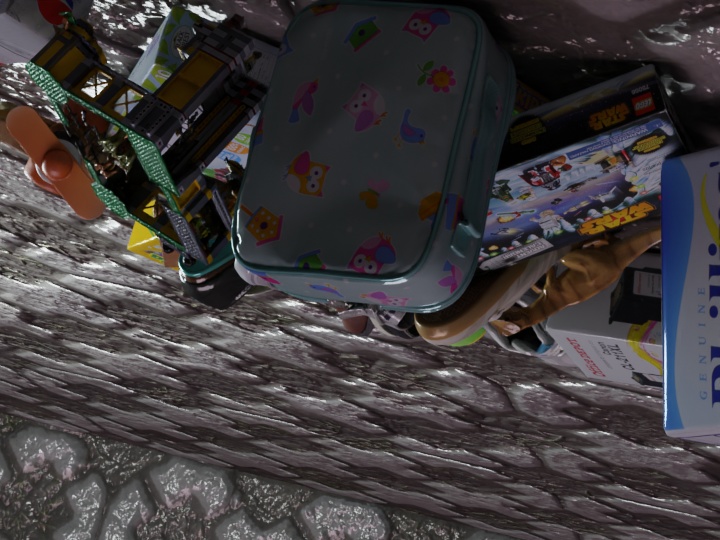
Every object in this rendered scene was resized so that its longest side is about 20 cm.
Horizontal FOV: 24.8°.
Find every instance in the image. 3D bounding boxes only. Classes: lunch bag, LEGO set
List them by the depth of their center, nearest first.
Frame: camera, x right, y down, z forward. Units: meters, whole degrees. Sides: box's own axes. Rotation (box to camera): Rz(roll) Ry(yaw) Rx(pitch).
[{"bbox_3d":[0.013,-0.069,1.036,0.159,0.202,0.077,6,163,25],"label":"lunch bag"},{"bbox_3d":[-0.123,-0.107,1.110,0.153,0.116,0.201,27,156,36],"label":"LEGO set"}]

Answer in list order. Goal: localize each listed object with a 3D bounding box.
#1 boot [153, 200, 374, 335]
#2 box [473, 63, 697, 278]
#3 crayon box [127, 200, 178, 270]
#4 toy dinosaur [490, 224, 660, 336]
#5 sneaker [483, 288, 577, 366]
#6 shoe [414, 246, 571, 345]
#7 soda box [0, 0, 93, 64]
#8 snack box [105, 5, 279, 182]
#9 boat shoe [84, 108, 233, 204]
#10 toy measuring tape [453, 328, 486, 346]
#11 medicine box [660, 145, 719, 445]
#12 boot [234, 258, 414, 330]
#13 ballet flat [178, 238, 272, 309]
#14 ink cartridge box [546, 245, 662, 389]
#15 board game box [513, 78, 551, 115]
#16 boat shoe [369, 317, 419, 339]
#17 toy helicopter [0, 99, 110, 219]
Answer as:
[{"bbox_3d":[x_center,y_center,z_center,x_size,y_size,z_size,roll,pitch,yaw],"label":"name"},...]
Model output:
[{"bbox_3d":[-0.084,-0.001,1.493,0.198,0.069,0.189,0,152,5],"label":"boot"},{"bbox_3d":[0.124,-0.059,1.105,0.199,0.040,0.137,-20,153,17],"label":"box"},{"bbox_3d":[-0.146,-0.029,1.611,0.125,0.052,0.200,23,163,-24],"label":"crayon box"},{"bbox_3d":[0.194,-0.006,1.310,0.199,0.107,0.060,-34,118,15],"label":"toy dinosaur"},{"bbox_3d":[0.163,0.056,1.494,0.199,0.075,0.087,24,-154,-31],"label":"sneaker"},{"bbox_3d":[0.107,0.005,1.228,0.070,0.200,0.054,-4,118,38],"label":"shoe"},{"bbox_3d":[-0.280,-0.188,1.170,0.199,0.064,0.068,2,160,41],"label":"soda box"},{"bbox_3d":[-0.105,-0.123,1.243,0.141,0.053,0.200,21,163,-13],"label":"snack box"},{"bbox_3d":[-0.146,-0.086,1.393,0.199,0.072,0.066,19,171,10],"label":"boat shoe"},{"bbox_3d":[0.065,0.037,1.594,0.199,0.074,0.073,1,159,41],"label":"toy measuring tape"},{"bbox_3d":[0.291,0.010,1.003,0.102,0.184,0.199,12,164,-40],"label":"medicine box"},{"bbox_3d":[0.000,0.000,1.227,0.096,0.074,0.199,46,-147,23],"label":"boot"},{"bbox_3d":[-0.052,-0.033,1.307,0.199,0.068,0.069,-30,133,3],"label":"ballet flat"},{"bbox_3d":[0.276,0.049,1.403,0.199,0.083,0.146,7,163,26],"label":"ink cartridge box"},{"bbox_3d":[0.125,-0.092,1.172,0.199,0.030,0.095,30,161,-33],"label":"board game box"},{"bbox_3d":[0.045,0.010,1.452,0.067,0.072,0.200,23,154,19],"label":"boat shoe"},{"bbox_3d":[-0.270,-0.104,1.278,0.199,0.079,0.132,21,-164,-38],"label":"toy helicopter"}]
